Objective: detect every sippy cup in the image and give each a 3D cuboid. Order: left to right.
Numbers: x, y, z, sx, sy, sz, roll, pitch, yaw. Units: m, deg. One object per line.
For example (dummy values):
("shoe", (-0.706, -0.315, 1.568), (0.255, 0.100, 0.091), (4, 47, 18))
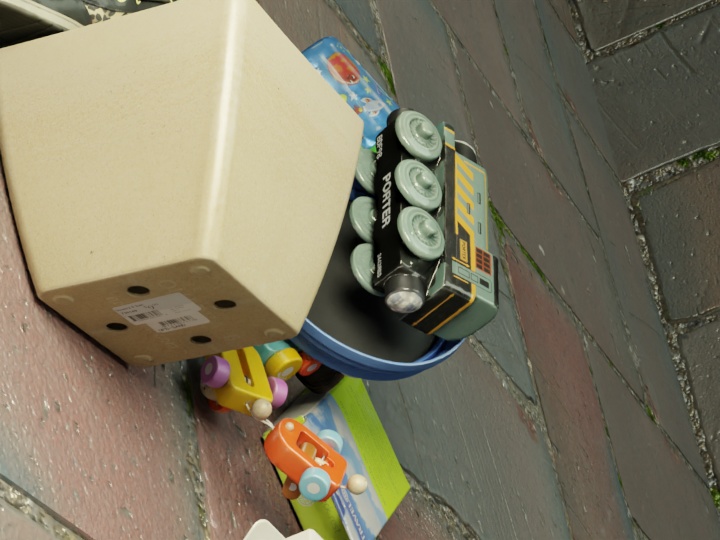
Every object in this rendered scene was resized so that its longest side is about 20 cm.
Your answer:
("sippy cup", (-0.030, -0.145, 1.961), (0.139, 0.178, 0.131), (-36, 94, -32))

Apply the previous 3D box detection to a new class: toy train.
("toy train", (-0.060, 0.102, 1.580), (0.150, 0.056, 0.200), (37, 26, -12))
("toy train", (0.054, -0.038, 1.640), (0.114, 0.085, 0.201), (29, 42, -28))

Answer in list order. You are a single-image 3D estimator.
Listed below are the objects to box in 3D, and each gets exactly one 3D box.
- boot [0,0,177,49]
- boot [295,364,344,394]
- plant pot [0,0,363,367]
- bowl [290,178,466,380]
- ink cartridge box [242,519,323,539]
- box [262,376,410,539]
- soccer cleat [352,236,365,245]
("boot", (-0.201, -0.224, 1.452), (0.203, 0.073, 0.155), (15, 72, -46))
("boot", (-0.066, 0.015, 1.732), (0.097, 0.075, 0.200), (42, 18, -37))
("plant pot", (-0.125, -0.047, 1.410), (0.200, 0.199, 0.178), (43, 41, -55))
("bowl", (0.000, 0.000, 1.653), (0.200, 0.039, 0.202), (18, 48, -21))
("ink cartridge box", (-0.050, 0.274, 1.311), (0.129, 0.125, 0.201), (53, 21, -42))
("box", (-0.020, 0.162, 1.704), (0.123, 0.047, 0.200), (65, 16, -5))
("soccer cleat", (0.000, -0.031, 1.798), (0.200, 0.068, 0.074), (-81, 155, -69))
